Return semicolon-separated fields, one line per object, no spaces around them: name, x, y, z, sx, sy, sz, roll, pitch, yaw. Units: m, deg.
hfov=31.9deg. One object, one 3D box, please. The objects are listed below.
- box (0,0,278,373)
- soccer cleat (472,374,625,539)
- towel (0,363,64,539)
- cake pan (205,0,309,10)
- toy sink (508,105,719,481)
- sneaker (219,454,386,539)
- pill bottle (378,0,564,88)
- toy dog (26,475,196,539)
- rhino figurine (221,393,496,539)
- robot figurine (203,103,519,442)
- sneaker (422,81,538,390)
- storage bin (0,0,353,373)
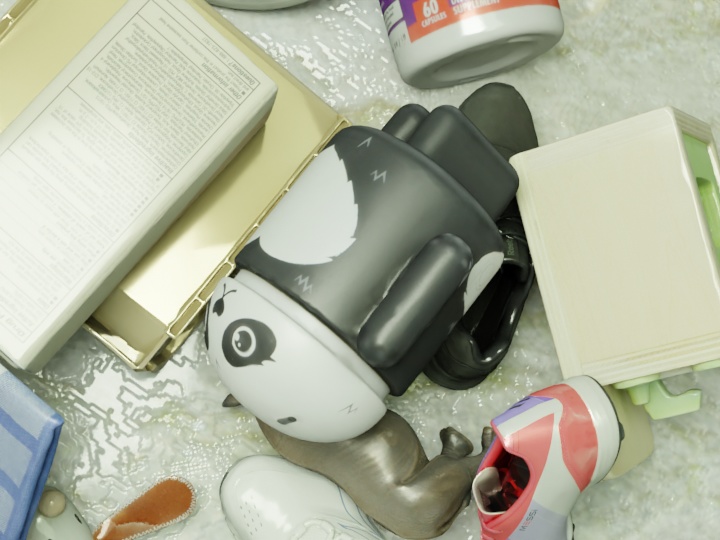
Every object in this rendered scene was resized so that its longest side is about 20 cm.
box;-0.144;-0.048;0.679;0.095;0.078;0.200;43;79;-2
soccer cleat;0.092;0.141;0.739;0.073;0.201;0.068;-12;48;-22
towel;-0.247;0.067;0.696;0.200;0.147;0.024;38;37;17
cake pan;-0.080;-0.248;0.763;0.199;0.201;0.037;19;51;-6
toy sink;0.183;0.014;0.772;0.111;0.130;0.202;-16;84;25
sneaker;-0.001;0.182;0.762;0.200;0.087;0.075;40;79;-1
pill bottle;0.053;-0.230;0.812;0.111;0.111;0.201;-14;85;-11
toy dog;-0.115;0.187;0.728;0.199;0.097;0.132;20;44;-11
rhino figurine;-0.012;0.090;0.776;0.199;0.060;0.088;33;60;10
robot figurine;-0.001;-0.001;0.709;0.124;0.150;0.200;36;80;14
sneaker;0.086;-0.025;0.801;0.075;0.091;0.202;8;81;-12
storage bin;-0.142;-0.072;0.770;0.200;0.094;0.199;40;79;-3
